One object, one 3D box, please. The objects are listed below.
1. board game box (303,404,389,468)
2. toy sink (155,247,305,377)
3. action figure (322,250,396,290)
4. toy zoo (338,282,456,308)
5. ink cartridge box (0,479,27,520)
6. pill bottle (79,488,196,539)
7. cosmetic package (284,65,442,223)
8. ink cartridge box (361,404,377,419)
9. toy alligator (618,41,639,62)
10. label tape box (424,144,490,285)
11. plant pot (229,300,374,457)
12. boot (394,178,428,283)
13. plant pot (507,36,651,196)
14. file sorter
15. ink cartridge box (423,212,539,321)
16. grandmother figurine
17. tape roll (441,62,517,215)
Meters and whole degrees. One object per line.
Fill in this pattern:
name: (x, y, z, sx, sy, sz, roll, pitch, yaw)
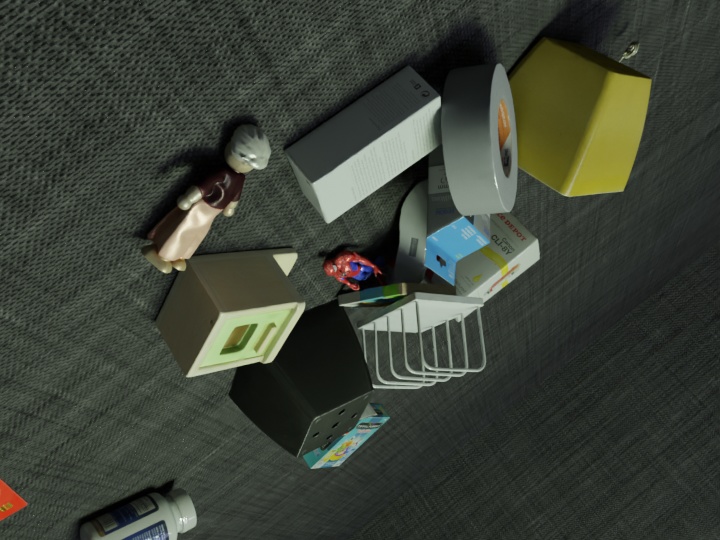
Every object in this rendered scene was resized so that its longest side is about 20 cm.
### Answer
board game box: (-0.035, 0.424, 1.847, 0.200, 0.047, 0.151, -45, 154, 12)
toy sink: (-0.163, 0.058, 1.023, 0.199, 0.112, 0.131, -7, 140, -48)
action figure: (0.000, 0.000, 1.216, 0.065, 0.052, 0.199, -34, 156, 27)
toy zoo: (0.053, 0.046, 1.272, 0.130, 0.021, 0.199, 3, 169, -39)
ink cartridge box: (-0.593, 0.375, 1.046, 0.173, 0.044, 0.201, -27, 152, -20)
pill bottle: (-0.423, 0.499, 1.386, 0.199, 0.111, 0.111, -17, 147, -37)
cosmetic package: (0.010, -0.163, 0.943, 0.199, 0.071, 0.102, -36, 154, -8)
ink cartridge box: (-0.067, 0.300, 1.537, 0.199, 0.109, 0.050, -4, 138, -50)
toy alligator: (0.394, -0.313, 1.234, 0.054, 0.060, 0.201, 19, 129, -13)
label tape box: (0.153, -0.091, 1.109, 0.063, 0.202, 0.144, -4, 165, 25)
plant pot: (-0.090, 0.204, 1.279, 0.198, 0.178, 0.201, -19, 147, -35)
boot: (0.106, -0.076, 1.230, 0.096, 0.073, 0.201, -56, 163, -57)
plant pot: (0.325, -0.245, 1.110, 0.199, 0.200, 0.178, -9, 130, -45)
file sorter: (0.103, 0.127, 1.239, 0.138, 0.126, 0.200, 6, 160, -28)
ink cartridge box: (0.211, -0.029, 1.338, 0.199, 0.145, 0.084, -38, 152, -3)
grandmother figurine: (-0.177, -0.086, 0.845, 0.200, 0.060, 0.121, -49, 180, 13)
tape roll: (0.168, -0.178, 0.989, 0.066, 0.202, 0.200, -1, 165, 22)
